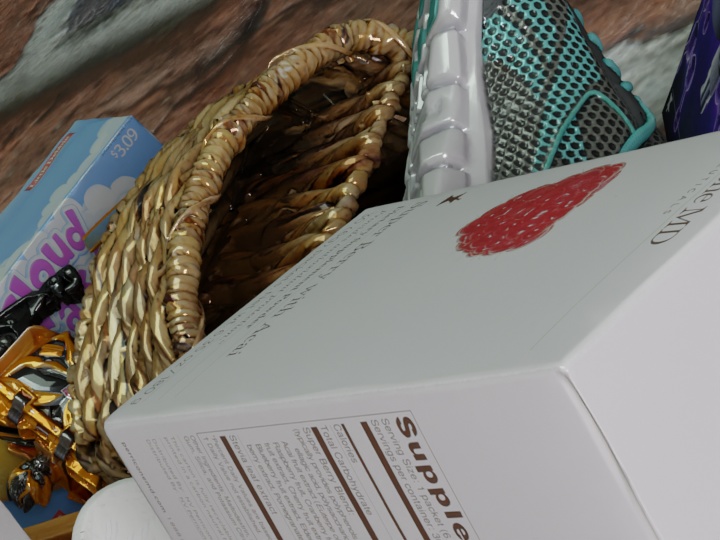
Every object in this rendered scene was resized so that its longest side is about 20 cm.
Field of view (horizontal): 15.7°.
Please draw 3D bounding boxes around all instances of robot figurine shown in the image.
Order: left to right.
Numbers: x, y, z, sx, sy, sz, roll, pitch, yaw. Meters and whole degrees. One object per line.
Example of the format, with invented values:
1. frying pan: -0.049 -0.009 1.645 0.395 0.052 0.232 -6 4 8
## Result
1. robot figurine: -0.080 0.025 1.121 0.145 0.058 0.200 34 65 24

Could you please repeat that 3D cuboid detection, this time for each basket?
1. basket: 0.000 0.000 0.946 0.149 0.143 0.200 -23 33 43

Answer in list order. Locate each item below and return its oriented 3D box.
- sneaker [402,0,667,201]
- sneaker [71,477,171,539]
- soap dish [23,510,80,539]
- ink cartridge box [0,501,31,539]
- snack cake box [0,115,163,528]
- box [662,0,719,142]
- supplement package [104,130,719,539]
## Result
1. sneaker: 0.063 -0.056 0.919 0.078 0.091 0.200 109 167 -61
2. sneaker: -0.065 0.173 0.842 0.089 0.075 0.200 114 158 -62
3. soap dish: -0.137 0.183 1.010 0.157 0.081 0.200 -20 33 44
4. ink cartridge box: -0.194 0.165 0.848 0.147 0.083 0.200 -32 8 27
5. snack cake box: -0.137 0.040 1.199 0.200 0.115 0.067 -54 24 -19
6. box: 0.157 -0.052 0.835 0.200 0.079 0.141 -88 9 -58
7. supplement package: 0.051 0.048 0.691 0.121 0.120 0.200 -39 17 -34
